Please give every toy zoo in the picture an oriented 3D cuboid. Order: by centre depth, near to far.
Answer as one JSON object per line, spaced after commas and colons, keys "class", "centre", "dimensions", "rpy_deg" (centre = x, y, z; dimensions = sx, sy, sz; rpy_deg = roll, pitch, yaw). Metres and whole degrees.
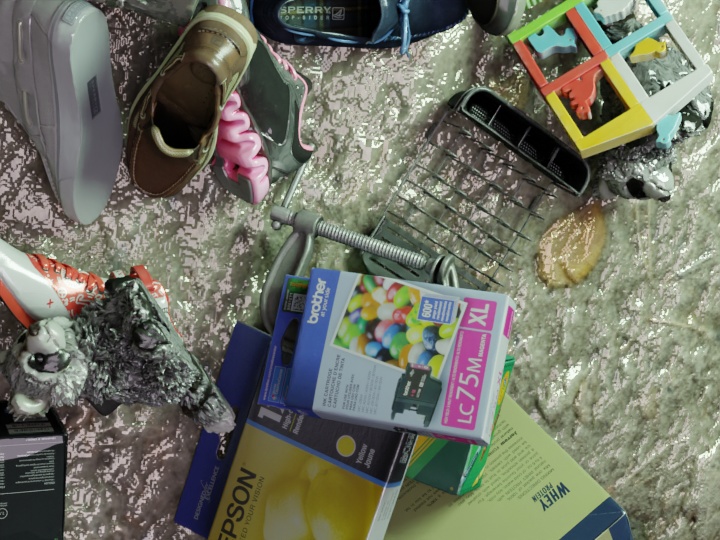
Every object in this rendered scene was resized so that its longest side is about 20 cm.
{"class": "toy zoo", "centre": [0.213, -0.187, 1.262], "dimensions": [0.131, 0.200, 0.020], "rpy_deg": [-30, 157, 5]}

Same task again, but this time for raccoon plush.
{"class": "raccoon plush", "centre": [-0.196, 0.101, 1.159], "dimensions": [0.134, 0.097, 0.200], "rpy_deg": [-33, 119, -2]}
{"class": "raccoon plush", "centre": [0.252, -0.161, 1.350], "dimensions": [0.096, 0.134, 0.201], "rpy_deg": [-3, 69, -15]}

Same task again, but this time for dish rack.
{"class": "dish rack", "centre": [0.099, -0.051, 1.321], "dimensions": [0.153, 0.055, 0.200], "rpy_deg": [32, 90, -25]}

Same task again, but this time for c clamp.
{"class": "c clamp", "centre": [0.000, 0.000, 1.225], "dimensions": [0.200, 0.027, 0.171], "rpy_deg": [25, 80, 17]}

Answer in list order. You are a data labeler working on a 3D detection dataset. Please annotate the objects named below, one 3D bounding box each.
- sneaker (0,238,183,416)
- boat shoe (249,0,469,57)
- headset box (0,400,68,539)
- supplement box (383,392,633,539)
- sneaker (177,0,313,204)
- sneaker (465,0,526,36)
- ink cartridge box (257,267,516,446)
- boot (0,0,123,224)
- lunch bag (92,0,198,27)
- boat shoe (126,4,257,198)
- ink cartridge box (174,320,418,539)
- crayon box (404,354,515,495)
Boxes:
{"class": "sneaker", "centre": [-0.231, 0.017, 1.198], "dimensions": [0.108, 0.067, 0.202], "rpy_deg": [-40, 117, -10]}
{"class": "boat shoe", "centre": [0.008, -0.215, 1.235], "dimensions": [0.199, 0.069, 0.084], "rpy_deg": [-14, 108, -19]}
{"class": "headset box", "centre": [-0.335, 0.218, 1.189], "dimensions": [0.174, 0.093, 0.201], "rpy_deg": [-2, 104, -22]}
{"class": "supplement box", "centre": [0.109, 0.239, 1.295], "dimensions": [0.200, 0.200, 0.134], "rpy_deg": [-39, 143, -9]}
{"class": "sneaker", "centre": [-0.087, -0.158, 1.206], "dimensions": [0.095, 0.079, 0.200], "rpy_deg": [-27, 127, -25]}
{"class": "sneaker", "centre": [0.069, -0.290, 1.219], "dimensions": [0.106, 0.075, 0.201], "rpy_deg": [-11, 85, -29]}
{"class": "ink cartridge box", "centre": [0.016, 0.066, 1.173], "dimensions": [0.199, 0.042, 0.120], "rpy_deg": [8, 77, 18]}
{"class": "boot", "centre": [-0.249, -0.134, 1.157], "dimensions": [0.074, 0.095, 0.200], "rpy_deg": [-49, 152, -48]}
{"class": "lunch bag", "centre": [-0.176, -0.297, 1.074], "dimensions": [0.167, 0.140, 0.200], "rpy_deg": [17, 136, -16]}
{"class": "boat shoe", "centre": [-0.147, -0.117, 1.139], "dimensions": [0.075, 0.075, 0.202], "rpy_deg": [25, 136, -5]}
{"class": "ink cartridge box", "centre": [-0.062, 0.168, 1.240], "dimensions": [0.047, 0.200, 0.198], "rpy_deg": [1, 108, -66]}
{"class": "crayon box", "centre": [0.022, 0.103, 1.257], "dimensions": [0.058, 0.200, 0.119], "rpy_deg": [-1, 107, -64]}
